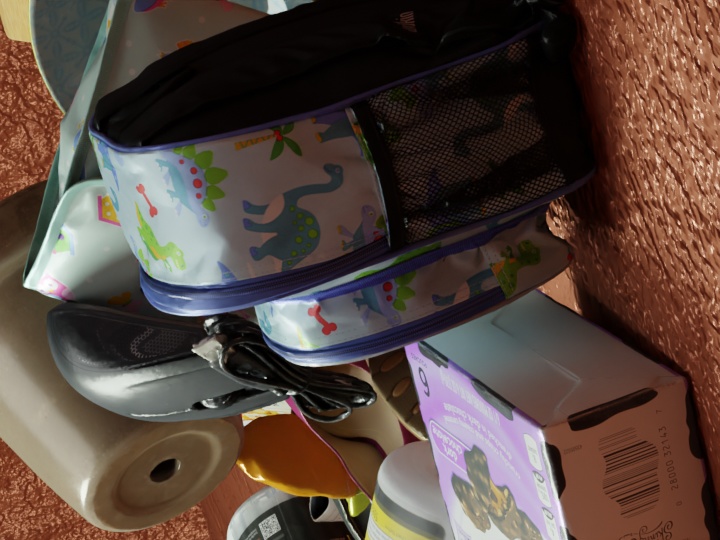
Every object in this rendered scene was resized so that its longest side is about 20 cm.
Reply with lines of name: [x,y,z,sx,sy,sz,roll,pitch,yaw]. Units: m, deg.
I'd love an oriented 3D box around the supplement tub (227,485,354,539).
supplement tub: [-0.025,0.273,2.021,0.123,0.122,0.200,83,167,-48]

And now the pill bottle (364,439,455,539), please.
pill bottle: [0.048,0.197,1.287,0.112,0.112,0.200,-129,48,-67]

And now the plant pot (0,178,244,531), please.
plant pot: [-0.161,0.063,1.559,0.175,0.200,0.200,53,161,33]

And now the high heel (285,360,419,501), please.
high heel: [-0.003,0.090,1.454,0.200,0.096,0.067,31,108,29]

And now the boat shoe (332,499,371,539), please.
boat shoe: [-0.007,0.112,1.735,0.068,0.072,0.200,-64,-38,-71]

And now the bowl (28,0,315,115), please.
bowl: [-0.100,-0.165,1.583,0.108,0.200,0.200,-53,-48,-61]

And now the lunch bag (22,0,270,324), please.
lunch bag: [-0.093,-0.057,1.443,0.122,0.170,0.200,-149,76,-76]

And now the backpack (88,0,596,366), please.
backpack: [-0.009,-0.041,1.105,0.183,0.200,0.147,-142,36,-73]

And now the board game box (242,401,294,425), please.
board game box: [-0.062,0.037,1.851,0.200,0.046,0.152,95,-177,-67]

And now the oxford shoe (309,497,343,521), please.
oxford shoe: [-0.016,0.119,1.833,0.071,0.073,0.200,-116,13,-47]

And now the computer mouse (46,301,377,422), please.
computer mouse: [-0.104,0.059,1.402,0.138,0.200,0.053,30,-108,-49]

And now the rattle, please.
rattle: [-0.009,0.165,1.656,0.200,0.143,0.130,105,153,-77]

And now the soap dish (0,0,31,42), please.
soap dish: [-0.155,-0.248,1.641,0.081,0.200,0.157,43,154,37]

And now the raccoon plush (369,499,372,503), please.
raccoon plush: [0.076,0.196,1.520,0.200,0.134,0.097,42,158,-11]

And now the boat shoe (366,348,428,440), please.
boat shoe: [0.039,0.050,1.418,0.068,0.072,0.200,60,178,-36]

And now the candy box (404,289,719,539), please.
candy box: [0.100,0.126,1.128,0.168,0.072,0.200,-147,40,-66]
